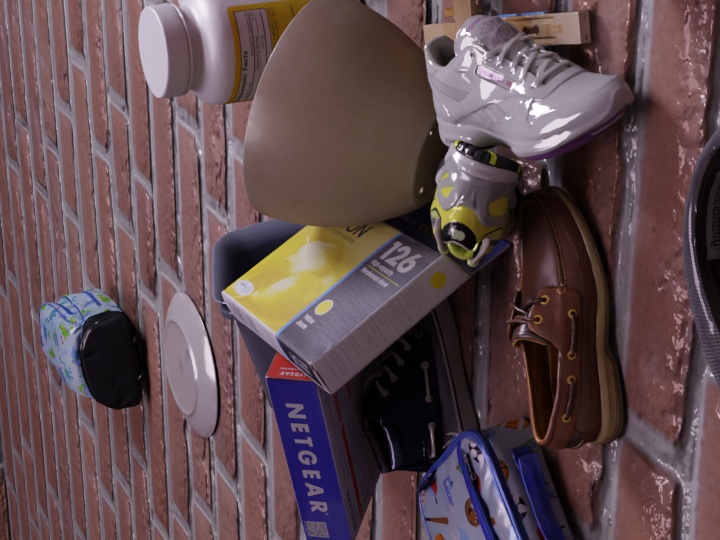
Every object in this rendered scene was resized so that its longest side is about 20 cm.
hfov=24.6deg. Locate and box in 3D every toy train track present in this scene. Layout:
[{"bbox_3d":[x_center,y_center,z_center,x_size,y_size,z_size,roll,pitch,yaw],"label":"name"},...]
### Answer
[{"bbox_3d":[0.118,-0.185,1.282,0.199,0.032,0.116,9,108,58],"label":"toy train track"}]

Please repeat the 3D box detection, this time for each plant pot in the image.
[{"bbox_3d":[0.007,-0.119,1.407,0.133,0.200,0.202,22,128,19],"label":"plant pot"}]

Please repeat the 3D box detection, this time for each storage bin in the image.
[{"bbox_3d":[-0.063,0.039,1.666,0.200,0.144,0.136,-104,-2,-68],"label":"storage bin"}]

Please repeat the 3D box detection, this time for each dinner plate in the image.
[{"bbox_3d":[-0.237,0.130,2.250,0.200,0.024,0.203,38,134,56],"label":"dinner plate"}]

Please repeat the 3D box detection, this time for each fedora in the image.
[{"bbox_3d":[0.265,0.000,0.942,0.178,0.089,0.202,112,147,-49],"label":"fedora"}]

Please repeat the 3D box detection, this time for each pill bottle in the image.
[{"bbox_3d":[-0.103,-0.218,1.563,0.112,0.198,0.114,170,90,-67],"label":"pill bottle"}]

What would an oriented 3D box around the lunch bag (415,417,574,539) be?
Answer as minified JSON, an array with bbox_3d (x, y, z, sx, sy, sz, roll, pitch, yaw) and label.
[{"bbox_3d":[0.121,0.229,1.398,0.202,0.075,0.161,69,153,21],"label":"lunch bag"}]

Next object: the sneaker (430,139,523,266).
[{"bbox_3d":[0.082,-0.044,1.281,0.200,0.075,0.077,48,-116,-78],"label":"sneaker"}]

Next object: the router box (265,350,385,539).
[{"bbox_3d":[-0.019,0.116,1.519,0.180,0.048,0.202,-65,-29,-49],"label":"router box"}]

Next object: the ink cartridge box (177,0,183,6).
[{"bbox_3d":[-0.143,-0.362,1.740,0.201,0.087,0.146,110,143,-47],"label":"ink cartridge box"}]

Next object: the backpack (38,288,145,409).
[{"bbox_3d":[-0.413,0.106,2.527,0.200,0.152,0.165,-117,18,-61],"label":"backpack"}]

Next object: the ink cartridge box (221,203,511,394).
[{"bbox_3d":[0.000,0.000,1.423,0.047,0.200,0.197,55,168,-28],"label":"ink cartridge box"}]

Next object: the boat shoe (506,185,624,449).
[{"bbox_3d":[0.148,0.038,1.258,0.072,0.067,0.203,171,88,-67],"label":"boat shoe"}]

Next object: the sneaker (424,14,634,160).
[{"bbox_3d":[0.112,-0.136,1.206,0.199,0.075,0.101,7,123,52],"label":"sneaker"}]

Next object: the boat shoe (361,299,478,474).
[{"bbox_3d":[0.040,0.089,1.498,0.075,0.092,0.202,139,117,-64],"label":"boat shoe"}]
